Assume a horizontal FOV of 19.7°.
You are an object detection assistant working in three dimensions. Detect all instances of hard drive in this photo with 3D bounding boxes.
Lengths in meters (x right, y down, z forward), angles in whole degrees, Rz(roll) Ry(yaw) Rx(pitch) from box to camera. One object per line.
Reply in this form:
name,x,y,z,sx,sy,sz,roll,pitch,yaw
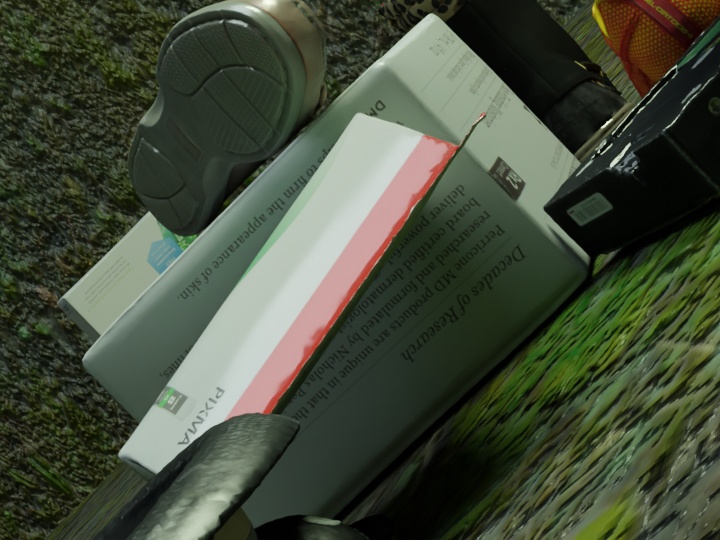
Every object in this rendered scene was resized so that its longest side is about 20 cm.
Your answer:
hard drive,0.169,-0.094,0.837,0.200,0.038,0.140,-47,3,-18

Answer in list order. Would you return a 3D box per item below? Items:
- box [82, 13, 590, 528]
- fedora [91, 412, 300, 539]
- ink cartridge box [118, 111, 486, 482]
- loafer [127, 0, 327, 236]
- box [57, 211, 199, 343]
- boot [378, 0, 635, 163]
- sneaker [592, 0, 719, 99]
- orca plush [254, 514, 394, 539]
box,0.000,0.000,0.980,0.200,0.131,0.199,-44,4,15
fedora,-0.059,0.128,0.453,0.201,0.092,0.201,-45,3,3
ink cartridge box,-0.028,0.013,0.757,0.161,0.050,0.200,-55,-2,-9
loafer,-0.054,-0.080,0.942,0.063,0.072,0.200,-38,-3,-28
box,-0.171,0.052,1.986,0.144,0.200,0.036,-47,8,-22
boot,0.083,-0.111,1.140,0.073,0.151,0.200,-45,3,4
sneaker,0.152,-0.121,1.007,0.073,0.077,0.200,-46,-7,3
orca plush,-0.047,0.108,0.749,0.105,0.071,0.200,-46,3,-8
